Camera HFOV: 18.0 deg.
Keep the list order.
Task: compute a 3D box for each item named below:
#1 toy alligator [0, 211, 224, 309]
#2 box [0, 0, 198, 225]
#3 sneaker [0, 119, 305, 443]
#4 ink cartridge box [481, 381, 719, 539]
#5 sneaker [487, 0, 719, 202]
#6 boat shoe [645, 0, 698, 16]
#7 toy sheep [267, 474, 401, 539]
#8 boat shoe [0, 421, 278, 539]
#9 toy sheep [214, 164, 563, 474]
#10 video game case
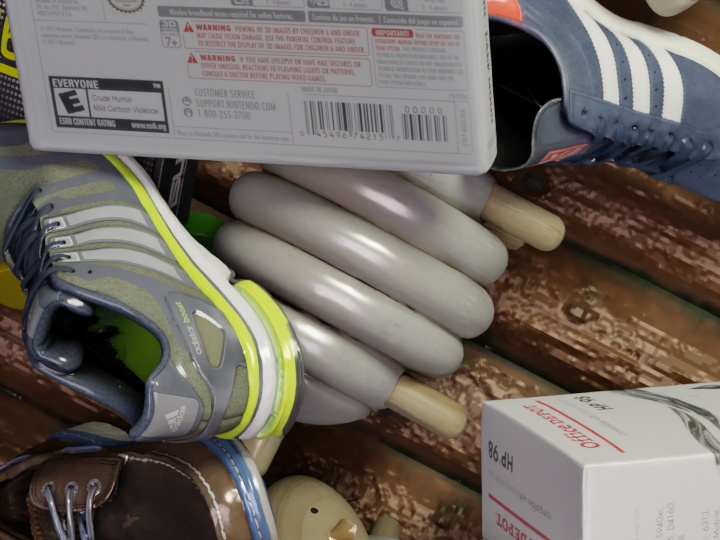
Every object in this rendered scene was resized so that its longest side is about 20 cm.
[{"bbox_3d":[-0.158,-0.006,1.044,0.198,0.060,0.054,0,140,6],"label":"toy alligator"},{"bbox_3d":[-0.156,-0.119,0.990,0.199,0.044,0.161,21,114,16],"label":"box"},{"bbox_3d":[-0.111,0.001,0.925,0.200,0.081,0.074,37,118,31],"label":"sneaker"},{"bbox_3d":[0.125,0.094,0.959,0.198,0.116,0.067,-4,101,-18],"label":"ink cartridge box"},{"bbox_3d":[0.092,-0.065,0.943,0.199,0.085,0.075,29,143,-21],"label":"sneaker"},{"bbox_3d":[0.171,-0.193,0.947,0.200,0.071,0.063,-49,126,-18],"label":"boat shoe"},{"bbox_3d":[-0.006,0.189,1.016,0.137,0.138,0.202,-17,97,9],"label":"toy sheep"},{"bbox_3d":[-0.106,0.108,0.982,0.072,0.199,0.073,-19,96,-31],"label":"boat shoe"},{"bbox_3d":[0.000,0.000,0.980,0.137,0.138,0.201,27,84,1],"label":"toy sheep"},{"bbox_3d":[-0.049,-0.127,0.874,0.198,0.023,0.183,4,120,18],"label":"video game case"}]
